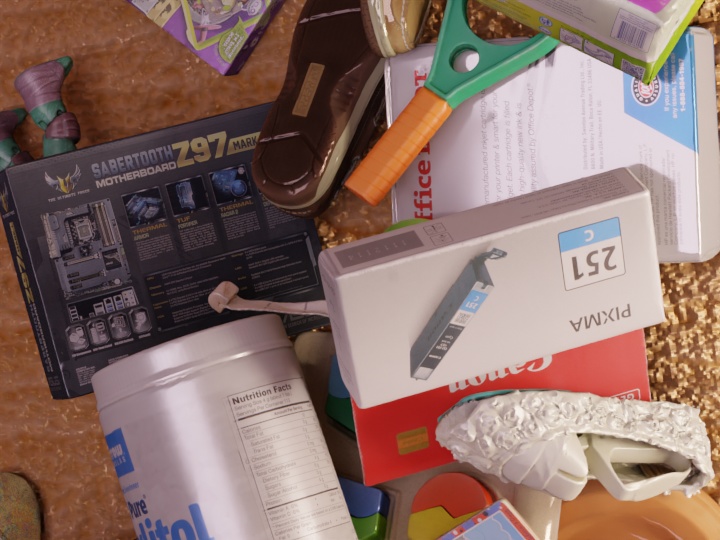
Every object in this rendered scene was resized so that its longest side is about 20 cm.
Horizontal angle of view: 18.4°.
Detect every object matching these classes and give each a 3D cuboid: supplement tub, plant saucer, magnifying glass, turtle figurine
[{"bbox_3d":[-0.078,0.141,1.381,0.132,0.132,0.200,-22,83,19],"label":"supplement tub"},{"bbox_3d":[0.162,0.221,1.440,0.200,0.037,0.201,0,86,0],"label":"plant saucer"},{"bbox_3d":[0.061,-0.125,1.389,0.080,0.022,0.200,36,87,26],"label":"magnifying glass"},{"bbox_3d":[-0.192,-0.038,1.537,0.150,0.101,0.200,-34,79,18],"label":"turtle figurine"}]

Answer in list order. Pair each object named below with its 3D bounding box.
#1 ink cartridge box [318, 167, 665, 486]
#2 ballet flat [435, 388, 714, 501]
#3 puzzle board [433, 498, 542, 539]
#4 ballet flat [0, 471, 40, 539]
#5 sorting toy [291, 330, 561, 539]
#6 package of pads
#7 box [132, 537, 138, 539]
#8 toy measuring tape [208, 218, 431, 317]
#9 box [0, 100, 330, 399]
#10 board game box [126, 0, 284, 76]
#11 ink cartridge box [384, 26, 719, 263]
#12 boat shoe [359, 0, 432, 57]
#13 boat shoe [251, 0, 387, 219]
[{"bbox_3d":[0.087,0.045,1.358,0.200,0.045,0.176,-16,119,-9],"label":"ink cartridge box"},{"bbox_3d":[0.143,0.112,1.383,0.072,0.200,0.072,-8,80,58],"label":"ballet flat"},{"bbox_3d":[0.099,0.252,1.399,0.151,0.017,0.200,-36,99,33],"label":"puzzle board"},{"bbox_3d":[-0.284,0.244,1.605,0.071,0.071,0.200,23,101,15],"label":"ballet flat"},{"bbox_3d":[0.034,0.123,1.452,0.200,0.036,0.185,1,66,20],"label":"sorting toy"},{"bbox_3d":[0.155,-0.227,1.363,0.154,0.068,0.200,27,59,13],"label":"package of pads"},{"bbox_3d":[-0.137,0.284,1.509,0.166,0.164,0.200,-26,87,18],"label":"box"},{"bbox_3d":[0.000,0.000,1.401,0.200,0.074,0.074,5,97,16],"label":"toy measuring tape"},{"bbox_3d":[-0.128,-0.015,1.481,0.200,0.051,0.158,-16,92,-21],"label":"box"},{"bbox_3d":[-0.081,-0.248,1.514,0.120,0.032,0.200,39,106,15],"label":"board game box"},{"bbox_3d":[0.126,-0.078,1.431,0.200,0.086,0.147,-1,95,20],"label":"ink cartridge box"},{"bbox_3d":[0.046,-0.229,1.421,0.076,0.072,0.200,3,71,11],"label":"boat shoe"},{"bbox_3d":[-0.011,-0.128,1.479,0.075,0.075,0.203,23,78,24],"label":"boat shoe"}]
